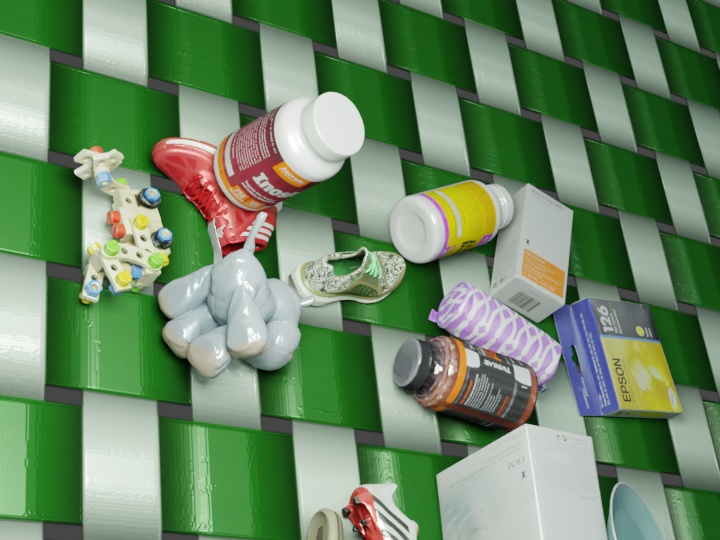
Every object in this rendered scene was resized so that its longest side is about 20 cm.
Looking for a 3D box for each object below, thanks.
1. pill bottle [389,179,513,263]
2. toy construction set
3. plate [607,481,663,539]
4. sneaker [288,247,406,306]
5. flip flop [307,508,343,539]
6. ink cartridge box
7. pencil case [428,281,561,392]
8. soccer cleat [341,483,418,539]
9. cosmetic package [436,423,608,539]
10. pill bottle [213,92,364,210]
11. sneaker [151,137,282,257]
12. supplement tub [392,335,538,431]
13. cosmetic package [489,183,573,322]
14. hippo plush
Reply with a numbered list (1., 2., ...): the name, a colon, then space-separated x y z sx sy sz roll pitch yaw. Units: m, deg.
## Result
1. pill bottle: 0.145 -0.080 1.953 0.200 0.104 0.104 -17 74 -42
2. toy construction set: -0.306 -0.057 1.614 0.131 0.092 0.200 -2 75 -37
3. plate: 0.362 0.375 1.657 0.200 0.026 0.200 44 32 -38
4. sneaker: 0.000 0.000 1.803 0.200 0.089 0.077 -12 70 -41
5. flip flop: -0.059 0.373 1.528 0.058 0.081 0.200 27 45 -27
6. ink cartridge box: 0.414 0.141 2.061 0.200 0.047 0.198 8 60 -36
7. pencil case: 0.207 0.098 1.901 0.200 0.085 0.084 36 51 -15
8. soccer cleat: 0.048 0.363 1.627 0.085 0.069 0.200 -9 64 -36
9. cosmetic package: 0.210 0.336 1.672 0.123 0.199 0.200 14 55 -31
10. pill bottle: -0.092 -0.158 1.665 0.113 0.200 0.113 17 63 -38
11. sneaker: -0.198 -0.093 1.722 0.200 0.078 0.116 26 49 -21
12. supplement tub: 0.146 0.156 1.804 0.200 0.107 0.107 19 53 -27
13. cosmetic package: 0.276 -0.029 2.044 0.101 0.071 0.200 28 49 -20
14. hippo plush: -0.157 0.051 1.645 0.161 0.159 0.200 30 57 -60
